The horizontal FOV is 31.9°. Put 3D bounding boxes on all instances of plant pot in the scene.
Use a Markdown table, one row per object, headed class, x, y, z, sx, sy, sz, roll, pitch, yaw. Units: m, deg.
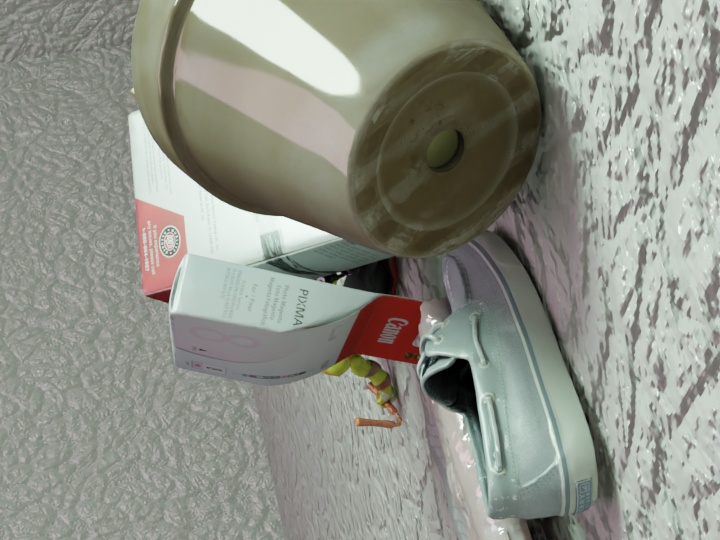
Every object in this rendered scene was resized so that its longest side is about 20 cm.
| class | x | y | z | sx | sy | sz | roll | pitch | yaw |
| --- | --- | --- | --- | --- | --- | --- | --- | --- | --- |
| plant pot | 0.002 | -0.096 | 0.680 | 0.173 | 0.199 | 0.201 | 41 | 144 | 46 |

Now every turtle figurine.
| class | x | y | z | sx | sy | sz | roll | pitch | yaw |
| --- | --- | --- | --- | --- | --- | --- | --- | --- | --- |
| turtle figurine | -0.030 | 0.048 | 1.162 | 0.064 | 0.200 | 0.161 | -46 | 21 | 19 |

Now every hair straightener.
| class | x | y | z | sx | sy | sz | roll | pitch | yaw |
| --- | --- | --- | --- | --- | --- | --- | --- | --- | --- |
| hair straightener | 0.000 | 0.000 | 1.036 | 0.041 | 0.077 | 0.200 | 57 | 159 | 19 |

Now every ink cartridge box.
| class | x | y | z | sx | sy | sz | roll | pitch | yaw |
| --- | --- | --- | --- | --- | --- | --- | --- | --- | --- |
| ink cartridge box | -0.060 | -0.066 | 0.908 | 0.083 | 0.199 | 0.148 | 20 | -121 | -59 |
| ink cartridge box | -0.031 | 0.050 | 0.879 | 0.163 | 0.199 | 0.057 | 112 | 174 | -71 |

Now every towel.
| class | x | y | z | sx | sy | sz | roll | pitch | yaw |
| --- | --- | --- | --- | --- | --- | --- | --- | --- | --- |
| towel | 0.075 | 0.146 | 0.799 | 0.191 | 0.032 | 0.201 | 81 | 174 | -58 |

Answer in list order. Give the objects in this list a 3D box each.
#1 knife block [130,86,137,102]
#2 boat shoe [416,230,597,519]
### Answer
| class | x | y | z | sx | sy | sz | roll | pitch | yaw |
| --- | --- | --- | --- | --- | --- | --- | --- | --- | --- |
| knife block | -0.074 | -0.104 | 1.038 | 0.200 | 0.064 | 0.175 | 43 | 165 | -28 |
| boat shoe | 0.068 | 0.052 | 0.698 | 0.201 | 0.071 | 0.070 | -108 | 12 | -46 |
